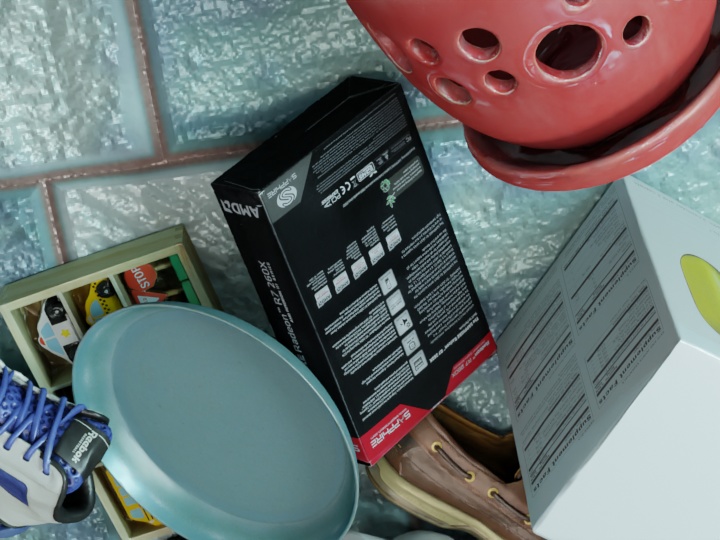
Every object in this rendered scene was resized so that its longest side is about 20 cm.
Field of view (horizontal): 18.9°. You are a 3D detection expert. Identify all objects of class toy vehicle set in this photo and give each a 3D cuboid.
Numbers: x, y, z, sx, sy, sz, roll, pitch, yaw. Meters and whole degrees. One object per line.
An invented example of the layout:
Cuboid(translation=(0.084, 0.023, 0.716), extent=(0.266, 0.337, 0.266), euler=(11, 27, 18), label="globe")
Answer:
Cuboid(translation=(-0.132, 0.077, 1.382), extent=(0.124, 0.027, 0.201), euler=(-19, 118, 8), label="toy vehicle set")

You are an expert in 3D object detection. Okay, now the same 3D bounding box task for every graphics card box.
Cuboid(translation=(0.000, 0.000, 1.296), extent=(0.125, 0.051, 0.201), euler=(-40, 124, -28), label="graphics card box")

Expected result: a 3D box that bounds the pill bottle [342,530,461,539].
Cuboid(translation=(0.063, 0.233, 1.405), extent=(0.199, 0.111, 0.111), euler=(21, 117, -32), label="pill bottle")

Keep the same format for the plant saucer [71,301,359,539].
Cuboid(translation=(-0.085, 0.096, 1.320), extent=(0.199, 0.027, 0.201), euler=(18, 132, 21), label="plant saucer")

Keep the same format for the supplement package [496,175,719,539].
Cuboid(translation=(0.191, 0.075, 1.298), extent=(0.151, 0.200, 0.151), euler=(27, 115, -17), label="supplement package")

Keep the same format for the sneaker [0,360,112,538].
Cuboid(translation=(-0.216, 0.087, 1.331), extent=(0.115, 0.081, 0.200), euler=(-2, 132, 33), label="sneaker")

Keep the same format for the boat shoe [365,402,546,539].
Cuboid(translation=(0.103, 0.144, 1.406), extent=(0.199, 0.072, 0.068), euler=(25, 114, -16), label="boat shoe")

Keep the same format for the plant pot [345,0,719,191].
Cuboid(translation=(0.102, -0.159, 1.171), extent=(0.200, 0.201, 0.183), euler=(-27, 127, 12), label="plant pot")

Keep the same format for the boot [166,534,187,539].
Cuboid(translation=(-0.111, 0.270, 1.465), extent=(0.198, 0.073, 0.163), euler=(-28, 115, 20), label="boot")
